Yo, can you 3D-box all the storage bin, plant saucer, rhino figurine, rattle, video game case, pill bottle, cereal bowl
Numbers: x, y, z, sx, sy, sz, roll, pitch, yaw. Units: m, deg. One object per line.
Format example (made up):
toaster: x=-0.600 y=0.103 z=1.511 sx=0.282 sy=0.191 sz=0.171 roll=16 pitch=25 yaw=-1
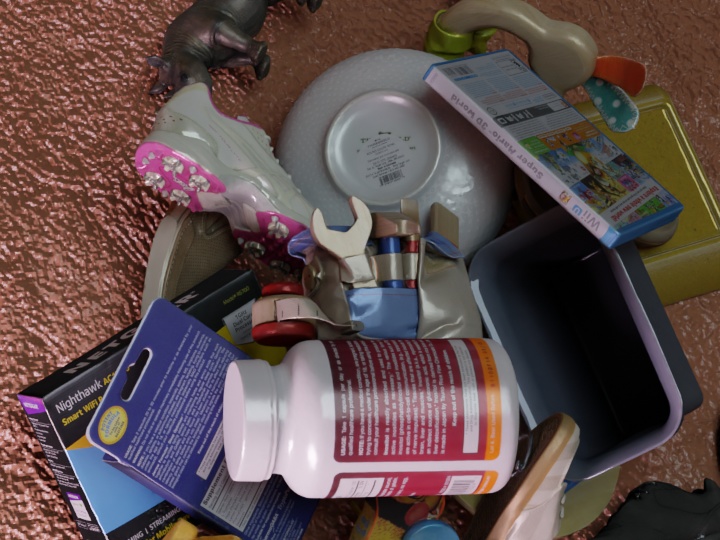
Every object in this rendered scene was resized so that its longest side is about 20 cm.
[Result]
storage bin: x=0.185 y=0.060 z=1.728 sx=0.134 sy=0.145 sz=0.201 roll=1 pitch=63 yaw=-63
plant saucer: x=0.233 y=-0.066 z=1.882 sx=0.199 sy=0.048 sz=0.201 roll=-15 pitch=75 yaw=-29
rhino figurine: x=-0.114 y=-0.192 z=1.777 sx=0.087 sy=0.060 sz=0.200 roll=28 pitch=58 yaw=13
rattle: x=0.165 y=-0.194 z=1.845 sx=0.143 sy=0.198 sz=0.131 roll=-43 pitch=129 yaw=-59
video game case: x=0.153 y=-0.099 z=1.695 sx=0.200 sy=0.018 sz=0.143 roll=43 pitch=26 yaw=15
pill bottle: x=0.006 y=0.105 z=1.546 sx=0.198 sy=0.113 sz=0.114 roll=0 pitch=67 yaw=-14
cereal bowl: x=0.024 y=-0.088 z=1.727 sx=0.198 sy=0.083 sz=0.202 roll=-2 pitch=76 yaw=8

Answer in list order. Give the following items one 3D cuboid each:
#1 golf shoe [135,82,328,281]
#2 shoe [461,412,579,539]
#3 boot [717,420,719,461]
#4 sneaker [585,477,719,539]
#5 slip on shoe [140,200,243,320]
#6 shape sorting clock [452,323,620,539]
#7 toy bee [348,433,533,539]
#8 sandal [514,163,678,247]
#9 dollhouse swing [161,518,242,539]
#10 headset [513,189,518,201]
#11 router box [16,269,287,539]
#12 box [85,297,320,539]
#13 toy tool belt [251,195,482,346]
golf shoe: x=-0.078 y=-0.068 z=1.657 sx=0.200 sy=0.075 sz=0.092 roll=37 pitch=54 yaw=-28
shoe: x=0.118 y=0.200 z=1.659 sx=0.053 sy=0.070 sz=0.201 roll=28 pitch=103 yaw=-14
boot: x=0.373 y=0.174 z=1.766 sx=0.076 sy=0.168 sz=0.202 roll=4 pitch=66 yaw=-21
sneaker: x=0.226 y=0.219 z=1.748 sx=0.199 sy=0.076 sz=0.091 roll=-4 pitch=60 yaw=-33
slip on shoe: x=-0.122 y=-0.024 z=1.691 sx=0.060 sy=0.076 sz=0.201 roll=13 pitch=54 yaw=6
shape sorting clock: x=0.127 y=0.124 z=1.755 sx=0.199 sy=0.039 sz=0.202 roll=15 pitch=60 yaw=-28
toy bee: x=0.025 y=0.183 z=1.633 sx=0.108 sy=0.131 sz=0.201 roll=36 pitch=67 yaw=-19
sandal: x=0.202 y=-0.068 z=1.779 sx=0.199 sy=0.054 sz=0.081 roll=13 pitch=60 yaw=-39
dollhouse swing: x=-0.105 y=0.323 z=1.501 sx=0.199 sy=0.182 sz=0.176 roll=34 pitch=39 yaw=-7
headset: x=0.087 y=-0.078 z=1.817 sx=0.123 sy=0.094 sz=0.201 roll=-27 pitch=97 yaw=-17
router box: x=-0.139 y=0.110 z=1.607 sx=0.199 sy=0.051 sz=0.150 roll=-33 pitch=108 yaw=-30
box: x=-0.107 y=0.118 z=1.577 sx=0.200 sy=0.032 sz=0.122 roll=37 pitch=69 yaw=-29
toy tool belt: x=0.000 y=0.000 z=1.612 sx=0.199 sy=0.124 sz=0.124 roll=7 pitch=72 yaw=-37
